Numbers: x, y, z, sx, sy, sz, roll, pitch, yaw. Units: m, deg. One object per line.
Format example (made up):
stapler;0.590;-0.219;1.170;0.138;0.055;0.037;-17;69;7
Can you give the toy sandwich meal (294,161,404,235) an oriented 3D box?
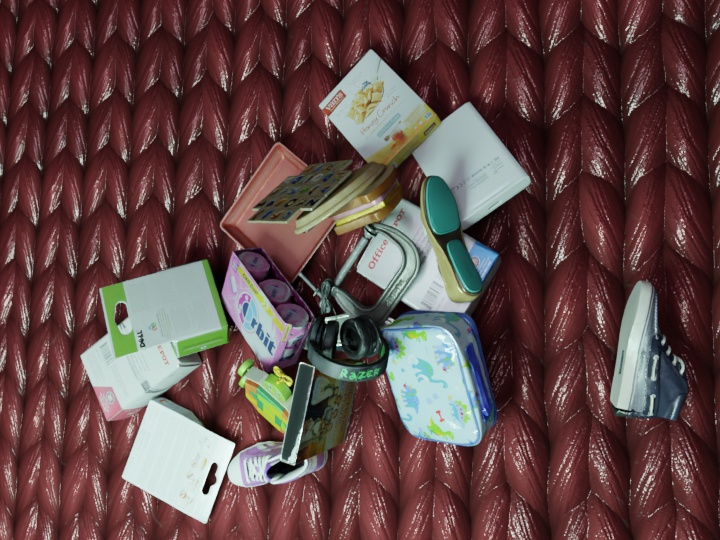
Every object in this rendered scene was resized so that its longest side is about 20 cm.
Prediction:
toy sandwich meal;-0.018;-0.105;0.928;0.203;0.206;0.071;-34;103;12

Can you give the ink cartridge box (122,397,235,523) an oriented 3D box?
ink cartridge box;-0.343;0.359;1.093;0.196;0.050;0.166;21;90;11

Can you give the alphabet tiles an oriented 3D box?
alphabet tiles;-0.103;-0.133;0.961;0.198;0.006;0.167;7;47;52

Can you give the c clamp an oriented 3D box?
c clamp;0.000;0.000;0.932;0.171;0.027;0.201;47;116;14

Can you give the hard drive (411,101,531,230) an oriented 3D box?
hard drive;0.175;-0.177;0.943;0.131;0.027;0.202;-34;53;12

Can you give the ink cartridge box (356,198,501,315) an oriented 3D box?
ink cartridge box;0.114;-0.009;0.952;0.198;0.084;0.147;32;94;19

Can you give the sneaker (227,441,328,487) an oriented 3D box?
sneaker;-0.166;0.340;0.993;0.197;0.114;0.074;-20;80;17

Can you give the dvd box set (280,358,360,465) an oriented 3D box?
dvd box set;-0.059;0.221;0.923;0.029;0.199;0.150;11;87;21

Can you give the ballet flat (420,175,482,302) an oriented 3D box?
ballet flat;0.126;-0.045;0.875;0.067;0.063;0.204;-9;74;-28

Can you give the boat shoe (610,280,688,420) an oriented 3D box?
boat shoe;0.436;0.123;0.842;0.091;0.075;0.205;10;95;12

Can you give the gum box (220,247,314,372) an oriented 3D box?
gum box;-0.166;0.069;1.001;0.200;0.065;0.115;48;130;31

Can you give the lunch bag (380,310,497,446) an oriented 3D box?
lunch bag;0.123;0.166;0.882;0.159;0.082;0.204;-8;105;44

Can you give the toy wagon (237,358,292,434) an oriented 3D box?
toy wagon;-0.145;0.216;0.961;0.154;0.201;0.040;39;63;11

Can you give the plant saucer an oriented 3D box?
plant saucer;-0.142;-0.103;1.075;0.199;0.037;0.201;40;96;18

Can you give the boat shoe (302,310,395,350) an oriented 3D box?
boat shoe;-0.016;0.111;0.995;0.195;0.062;0.077;-10;83;20

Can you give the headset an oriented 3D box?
headset;-0.028;0.091;0.871;0.121;0.200;0.096;0;113;-22

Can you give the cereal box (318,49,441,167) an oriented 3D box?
cereal box;0.030;-0.282;1.021;0.144;0.039;0.201;-44;64;9

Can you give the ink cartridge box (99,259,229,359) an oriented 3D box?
ink cartridge box;-0.356;0.081;1.041;0.196;0.076;0.150;-15;65;-19

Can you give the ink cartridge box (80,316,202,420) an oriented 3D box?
ink cartridge box;-0.429;0.175;1.115;0.198;0.083;0.148;-35;74;12
